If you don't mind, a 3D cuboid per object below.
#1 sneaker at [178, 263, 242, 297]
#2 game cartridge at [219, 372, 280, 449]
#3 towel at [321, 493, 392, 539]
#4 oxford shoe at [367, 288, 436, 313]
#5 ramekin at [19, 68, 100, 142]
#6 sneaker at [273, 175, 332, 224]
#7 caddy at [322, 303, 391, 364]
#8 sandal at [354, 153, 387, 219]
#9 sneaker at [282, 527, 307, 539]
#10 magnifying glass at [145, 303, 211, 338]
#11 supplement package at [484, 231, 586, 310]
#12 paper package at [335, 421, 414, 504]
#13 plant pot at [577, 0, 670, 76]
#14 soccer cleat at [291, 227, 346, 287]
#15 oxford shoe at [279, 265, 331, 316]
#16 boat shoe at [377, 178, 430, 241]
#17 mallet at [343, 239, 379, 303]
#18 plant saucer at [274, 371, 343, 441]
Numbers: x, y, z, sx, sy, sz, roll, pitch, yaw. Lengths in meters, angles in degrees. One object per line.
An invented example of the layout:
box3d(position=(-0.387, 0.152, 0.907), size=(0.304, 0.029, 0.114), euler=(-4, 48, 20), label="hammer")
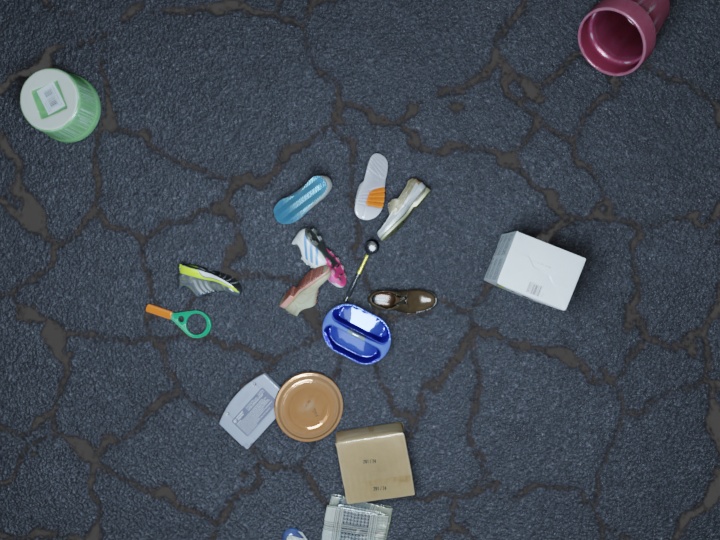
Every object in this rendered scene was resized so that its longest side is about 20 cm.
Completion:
box3d(position=(-0.437, 0.042, 1.599), size=(0.198, 0.074, 0.082), euler=(18, 98, 9), label="sneaker")
box3d(position=(-0.310, 0.403, 1.612), size=(0.133, 0.041, 0.200), euler=(43, 92, -2), label="game cartridge")
box3d(position=(-0.016, 0.764, 1.606), size=(0.191, 0.035, 0.202), euler=(11, 91, 2), label="towel")
box3d(position=(0.119, 0.089, 1.564), size=(0.198, 0.084, 0.073), euler=(-2, 89, 1), label="oxford shoe")
box3d(position=(-0.866, -0.478, 1.587), size=(0.198, 0.098, 0.202), euler=(0, 91, 3), label="ramekin")
box3d(position=(-0.161, -0.198, 1.577), size=(0.199, 0.081, 0.077), euler=(-31, 91, 22), label="sneaker")
box3d(position=(-0.010, 0.177, 1.558), size=(0.199, 0.105, 0.142), euler=(26, 91, 2), label="caddy")
box3d(position=(0.032, -0.232, 1.579), size=(0.079, 0.059, 0.208), euler=(20, 71, -14), label="sandal")
box3d(position=(-0.178, 0.848, 1.588), size=(0.075, 0.088, 0.202), euler=(-18, 89, 4), label="sneaker")
box3d(position=(-0.533, 0.140, 1.625), size=(0.198, 0.022, 0.080), euler=(18, 92, 0), label="magnifying glass")
box3d(position=(0.460, -0.001, 1.489), size=(0.190, 0.200, 0.148), euler=(22, 92, 3), label="supplement package")
box3d(position=(0.041, 0.544, 1.566), size=(0.198, 0.103, 0.193), euler=(-10, 92, 2), label="paper package")
box3d(position=(0.718, -0.660, 1.480), size=(0.200, 0.200, 0.179), euler=(44, 77, 1), label="plant pot")
box3d(position=(-0.118, -0.029, 1.587), size=(0.086, 0.070, 0.201), euler=(-30, 99, 33), label="soccer cleat")
box3d(position=(-0.143, 0.057, 1.567), size=(0.074, 0.071, 0.200), euler=(42, 122, -18), label="oxford shoe")
box3d(position=(0.110, -0.173, 1.569), size=(0.068, 0.075, 0.200), euler=(42, 85, 7), label="boat shoe")
box3d(position=(0.000, 0.000, 1.595), size=(0.041, 0.066, 0.201), euler=(26, 107, 3), label="mallet")
box3d(position=(-0.147, 0.393, 1.586), size=(0.198, 0.032, 0.202), euler=(-1, 94, -10), label="plant saucer")
